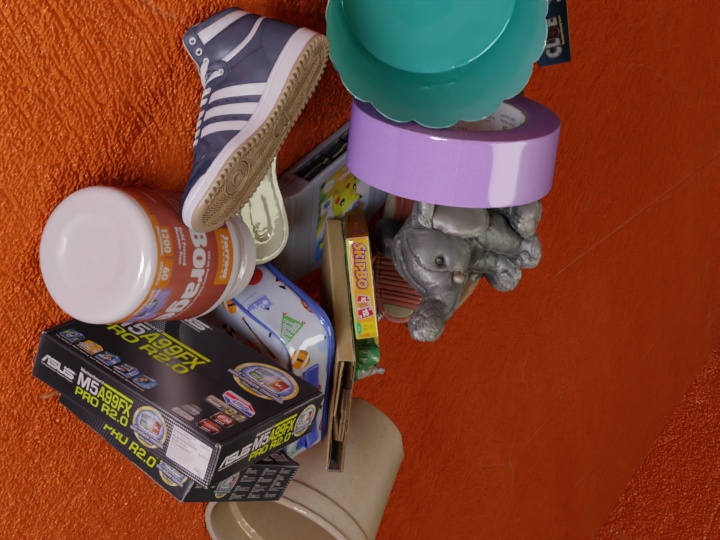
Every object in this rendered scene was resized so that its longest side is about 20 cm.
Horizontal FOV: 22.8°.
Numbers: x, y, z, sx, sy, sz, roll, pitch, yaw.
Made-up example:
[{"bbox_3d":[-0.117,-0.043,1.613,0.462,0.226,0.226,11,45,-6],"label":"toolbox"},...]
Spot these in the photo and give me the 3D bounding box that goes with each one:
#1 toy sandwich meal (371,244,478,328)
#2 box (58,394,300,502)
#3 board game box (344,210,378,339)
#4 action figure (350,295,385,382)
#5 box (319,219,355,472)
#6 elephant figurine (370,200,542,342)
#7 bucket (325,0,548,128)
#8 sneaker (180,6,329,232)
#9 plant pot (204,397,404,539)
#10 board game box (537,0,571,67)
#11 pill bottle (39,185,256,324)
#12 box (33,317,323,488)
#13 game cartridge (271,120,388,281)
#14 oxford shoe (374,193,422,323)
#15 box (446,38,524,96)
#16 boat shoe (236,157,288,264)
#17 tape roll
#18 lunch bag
[{"bbox_3d":[0.068,-0.037,1.953,0.070,0.205,0.207,3,118,-29],"label":"toy sandwich meal"},{"bbox_3d":[-0.164,0.151,1.647,0.044,0.160,0.200,-58,156,7],"label":"box"},{"bbox_3d":[0.000,0.000,1.748,0.200,0.030,0.096,-109,-167,-80],"label":"board game box"},{"bbox_3d":[0.002,0.072,1.865,0.200,0.054,0.119,-98,-167,-81],"label":"action figure"},{"bbox_3d":[-0.026,0.076,1.792,0.201,0.021,0.164,-96,-171,-47],"label":"box"},{"bbox_3d":[0.079,-0.032,1.740,0.199,0.155,0.143,-13,119,-46],"label":"elephant figurine"},{"bbox_3d":[0.067,-0.241,1.625,0.135,0.205,0.209,-92,-162,-66],"label":"bucket"},{"bbox_3d":[-0.119,-0.132,1.495,0.201,0.108,0.070,-58,160,-16],"label":"sneaker"},{"bbox_3d":[-0.045,0.244,1.993,0.201,0.199,0.184,89,26,-49],"label":"plant pot"},{"bbox_3d":[0.166,-0.314,1.703,0.201,0.034,0.136,77,2,-49],"label":"board game box"},{"bbox_3d":[-0.172,-0.013,1.516,0.200,0.112,0.113,-1,117,-64],"label":"pill bottle"},{"bbox_3d":[-0.157,0.097,1.539,0.160,0.199,0.045,-22,137,-55],"label":"box"},{"bbox_3d":[-0.029,-0.076,1.841,0.200,0.040,0.134,-42,153,-38],"label":"game cartridge"},{"bbox_3d":[0.051,-0.031,1.874,0.074,0.070,0.201,119,-14,-65],"label":"oxford shoe"},{"bbox_3d":[0.091,-0.218,1.829,0.200,0.099,0.076,25,50,-65],"label":"box"},{"bbox_3d":[-0.110,-0.106,1.617,0.071,0.068,0.202,-17,122,-25],"label":"boat shoe"},{"bbox_3d":[0.087,-0.123,1.690,0.200,0.199,0.066,-25,128,-54],"label":"tape roll"},{"bbox_3d":[-0.091,0.089,1.727,0.075,0.160,0.201,-33,146,-31],"label":"lunch bag"}]
